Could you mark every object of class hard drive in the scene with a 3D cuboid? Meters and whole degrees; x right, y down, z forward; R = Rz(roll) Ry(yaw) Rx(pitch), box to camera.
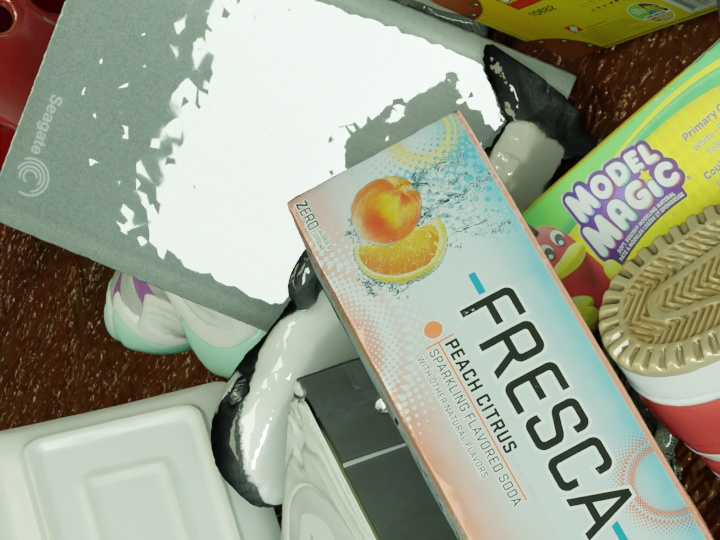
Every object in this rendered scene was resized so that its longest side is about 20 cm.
[{"bbox_3d":[-0.032,-0.050,1.011,0.033,0.199,0.140,-67,-1,-84],"label":"hard drive"},{"bbox_3d":[0.027,0.145,0.841,0.140,0.038,0.201,96,150,-53],"label":"hard drive"}]

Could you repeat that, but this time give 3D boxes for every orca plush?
[{"bbox_3d":[0.000,0.000,0.964,0.071,0.105,0.201,17,73,46],"label":"orca plush"}]

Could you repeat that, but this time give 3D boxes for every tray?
[{"bbox_3d":[-0.073,0.125,0.939,0.022,0.107,0.201,94,160,-52],"label":"tray"}]

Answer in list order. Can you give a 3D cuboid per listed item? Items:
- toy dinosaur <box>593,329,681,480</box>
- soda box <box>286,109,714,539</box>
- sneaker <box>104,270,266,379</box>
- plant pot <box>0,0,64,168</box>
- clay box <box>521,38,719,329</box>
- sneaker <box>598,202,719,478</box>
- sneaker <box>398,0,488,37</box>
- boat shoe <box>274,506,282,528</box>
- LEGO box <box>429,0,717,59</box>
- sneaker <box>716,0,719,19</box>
[{"bbox_3d":[0.116,0.030,0.864,0.200,0.047,0.089,-44,32,34],"label":"toy dinosaur"},{"bbox_3d":[0.052,0.056,0.759,0.063,0.068,0.201,-27,65,-3],"label":"soda box"},{"bbox_3d":[-0.068,-0.034,1.123,0.200,0.077,0.141,9,110,62],"label":"sneaker"},{"bbox_3d":[-0.187,-0.144,1.333,0.200,0.200,0.184,-8,59,58],"label":"plant pot"},{"bbox_3d":[0.113,-0.040,0.838,0.048,0.115,0.200,50,131,5],"label":"clay box"},{"bbox_3d":[0.180,0.007,0.757,0.199,0.113,0.072,-25,44,14],"label":"sneaker"},{"bbox_3d":[0.025,-0.136,1.106,0.116,0.075,0.201,-85,12,-69],"label":"sneaker"},{"bbox_3d":[-0.055,0.114,1.054,0.200,0.074,0.076,-51,8,33],"label":"boat shoe"},{"bbox_3d":[0.119,-0.178,0.940,0.200,0.077,0.150,-15,61,56],"label":"LEGO box"},{"bbox_3d":[0.165,-0.147,0.747,0.074,0.088,0.200,26,60,24],"label":"sneaker"}]
